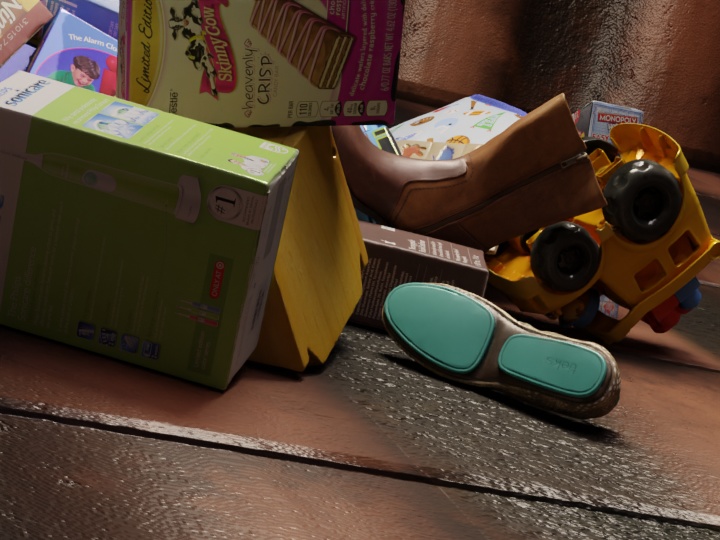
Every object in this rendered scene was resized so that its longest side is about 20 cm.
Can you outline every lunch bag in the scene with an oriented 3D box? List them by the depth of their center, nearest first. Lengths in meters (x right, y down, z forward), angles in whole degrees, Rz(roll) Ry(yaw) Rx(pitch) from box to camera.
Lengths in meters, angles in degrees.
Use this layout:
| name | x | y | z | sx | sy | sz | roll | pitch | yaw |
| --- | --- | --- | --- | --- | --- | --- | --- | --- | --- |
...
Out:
| name | x | y | z | sx | sy | sz | roll | pitch | yaw |
| --- | --- | --- | --- | --- | --- | --- | --- | --- | --- |
| lunch bag | 0.090 | -0.081 | 1.909 | 0.170 | 0.124 | 0.200 | -26 | 16 | -13 |

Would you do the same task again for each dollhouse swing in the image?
| name | x | y | z | sx | sy | sz | roll | pitch | yaw |
| --- | --- | --- | --- | --- | --- | --- | --- | --- | --- |
| dollhouse swing | -0.116 | -0.026 | 1.444 | 0.175 | 0.182 | 0.200 | -10 | 20 | 17 |

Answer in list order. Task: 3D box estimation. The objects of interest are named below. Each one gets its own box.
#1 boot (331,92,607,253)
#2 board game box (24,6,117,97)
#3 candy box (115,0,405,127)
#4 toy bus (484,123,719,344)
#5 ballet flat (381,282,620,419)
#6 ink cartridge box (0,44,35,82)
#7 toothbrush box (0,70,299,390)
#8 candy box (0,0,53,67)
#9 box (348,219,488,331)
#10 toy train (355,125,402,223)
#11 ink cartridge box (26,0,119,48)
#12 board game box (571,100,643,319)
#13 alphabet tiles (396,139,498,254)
| name | x | y | z | sx | sy | sz | roll | pitch | yaw |
| --- | --- | --- | --- | --- | --- | --- | --- | --- | --- |
| boot | 0.085 | -0.093 | 1.671 | 0.199 | 0.189 | 0.069 | -26 | 14 | 11 |
| board game box | -0.174 | -0.096 | 1.545 | 0.200 | 0.135 | 0.045 | 30 | -38 | -14 |
| candy box | -0.071 | -0.174 | 1.429 | 0.199 | 0.137 | 0.061 | -3 | 27 | -15 |
| toy bus | 0.223 | -0.005 | 1.798 | 0.192 | 0.200 | 0.136 | 57 | -9 | -26 |
| ballet flat | 0.105 | 0.066 | 1.484 | 0.200 | 0.071 | 0.065 | 24 | -14 | 31 |
| ink cartridge box | -0.197 | -0.151 | 1.650 | 0.200 | 0.047 | 0.198 | 28 | 53 | 3 |
| toothbrush box | -0.156 | -0.028 | 1.293 | 0.199 | 0.146 | 0.086 | 15 | 21 | 6 |
| candy box | -0.336 | -0.154 | 1.601 | 0.056 | 0.117 | 0.200 | 48 | -35 | -13 |
| box | 0.000 | 0.000 | 1.625 | 0.199 | 0.075 | 0.100 | 13 | 10 | -2 |
| toy train | -0.026 | -0.106 | 1.802 | 0.114 | 0.087 | 0.200 | -20 | 50 | -6 |
| ink cartridge box | -0.169 | -0.217 | 1.631 | 0.199 | 0.076 | 0.137 | 25 | 47 | 3 |
| board game box | 0.205 | -0.074 | 1.967 | 0.061 | 0.201 | 0.200 | 9 | 12 | -24 |
| alphabet tiles | 0.041 | -0.058 | 1.803 | 0.199 | 0.006 | 0.167 | 4 | 48 | 23 |
